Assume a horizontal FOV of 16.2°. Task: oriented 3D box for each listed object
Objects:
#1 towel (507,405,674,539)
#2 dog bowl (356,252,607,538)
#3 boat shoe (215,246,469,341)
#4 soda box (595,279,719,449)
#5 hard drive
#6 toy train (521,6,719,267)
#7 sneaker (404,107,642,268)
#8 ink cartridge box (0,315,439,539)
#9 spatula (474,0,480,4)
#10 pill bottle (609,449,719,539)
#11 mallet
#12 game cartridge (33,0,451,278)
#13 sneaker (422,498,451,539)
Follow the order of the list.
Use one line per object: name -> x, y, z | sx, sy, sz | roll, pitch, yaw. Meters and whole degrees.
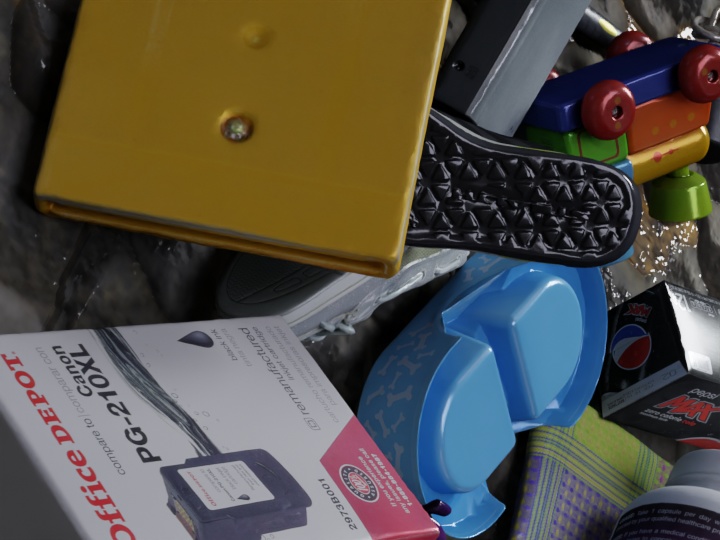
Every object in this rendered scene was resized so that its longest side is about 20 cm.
towel -> 0.124, 0.181, 1.445 | 0.144, 0.023, 0.200 | 35, 59, -38
dog bowl -> 0.065, 0.058, 1.366 | 0.200, 0.049, 0.112 | -45, 131, -41
boat shoe -> -0.001, -0.001, 1.303 | 0.202, 0.074, 0.065 | -37, 128, -51
soda box -> 0.223, 0.067, 1.527 | 0.200, 0.071, 0.063 | 18, 51, -44
hard drive -> 0.104, -0.159, 1.361 | 0.200, 0.033, 0.140 | -60, 169, -4
toy train -> 0.188, -0.082, 1.485 | 0.200, 0.085, 0.116 | -21, 112, -27
sneaker -> 0.045, -0.042, 1.273 | 0.200, 0.083, 0.072 | 18, 92, -13
ink cartridge box -> -0.088, 0.102, 1.129 | 0.200, 0.084, 0.145 | -3, 46, -46
spatula -> 0.072, -0.239, 1.369 | 0.056, 0.021, 0.201 | 9, 80, -32
pill bottle -> 0.177, 0.199, 1.399 | 0.113, 0.112, 0.200 | 51, 50, -29
mallet -> 0.164, -0.141, 1.535 | 0.200, 0.041, 0.066 | 38, 57, -32
game cartridge -> -0.049, -0.106, 1.213 | 0.032, 0.176, 0.200 | 93, 9, -69
sneaker -> 0.004, 0.211, 1.259 | 0.074, 0.087, 0.201 | 13, 74, -46
